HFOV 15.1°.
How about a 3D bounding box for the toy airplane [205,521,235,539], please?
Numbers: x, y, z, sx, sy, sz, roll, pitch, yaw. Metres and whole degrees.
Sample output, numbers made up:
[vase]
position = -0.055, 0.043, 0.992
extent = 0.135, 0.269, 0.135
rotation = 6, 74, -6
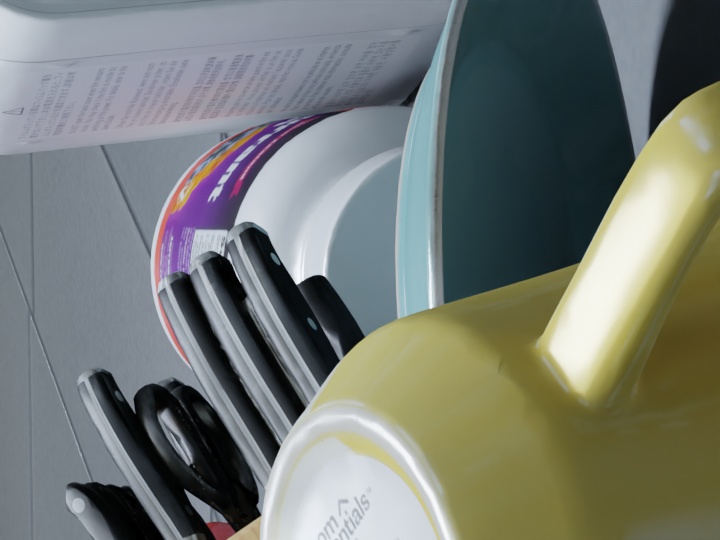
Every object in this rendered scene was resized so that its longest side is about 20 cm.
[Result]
[toy airplane]
position = 0.012, 0.189, 0.859
extent = 0.141, 0.199, 0.200
rotation = -15, 66, 32

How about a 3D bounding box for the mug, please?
[mug]
position = 0.063, 0.043, 0.599
extent = 0.149, 0.153, 0.187
rotation = 13, 107, 57

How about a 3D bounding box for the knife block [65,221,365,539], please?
[knife block]
position = 0.012, 0.085, 0.733
extent = 0.064, 0.200, 0.176
rotation = 12, -90, -64

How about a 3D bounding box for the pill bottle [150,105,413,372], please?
[pill bottle]
position = 0.000, 0.000, 0.935
extent = 0.200, 0.111, 0.112
rotation = -177, 80, -74

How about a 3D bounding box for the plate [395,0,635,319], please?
[plate]
position = 0.043, 0.004, 0.740
extent = 0.200, 0.026, 0.201
rotation = -2, -90, -70

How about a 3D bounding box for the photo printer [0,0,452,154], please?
[photo printer]
position = -0.068, -0.096, 0.974
extent = 0.166, 0.200, 0.070
rotation = 132, 129, -70
